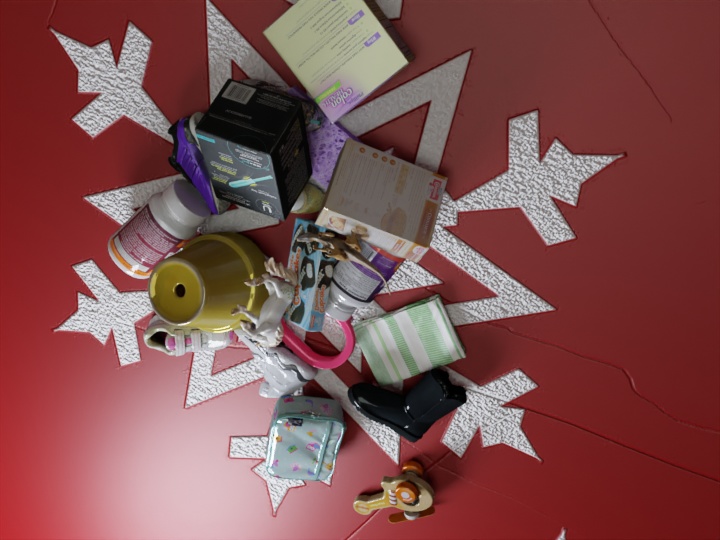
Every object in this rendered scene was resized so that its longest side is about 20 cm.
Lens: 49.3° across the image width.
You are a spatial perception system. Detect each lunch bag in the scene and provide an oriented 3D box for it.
[{"bbox_3d":[-0.116,0.359,1.669,0.160,0.077,0.200,9,123,-8],"label":"lunch bag"}]

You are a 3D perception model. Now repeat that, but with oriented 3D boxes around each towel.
[{"bbox_3d":[0.098,0.145,1.596,0.200,0.023,0.153,-22,105,19],"label":"towel"}]

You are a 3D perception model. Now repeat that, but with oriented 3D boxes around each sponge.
[{"bbox_3d":[-0.081,-0.241,1.485,0.200,0.030,0.112,40,113,-4],"label":"sponge"}]

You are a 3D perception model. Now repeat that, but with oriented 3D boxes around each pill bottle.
[{"bbox_3d":[-0.399,-0.084,1.567,0.200,0.114,0.114,-38,99,22],"label":"pill bottle"},{"bbox_3d":[0.000,0.000,1.514,0.111,0.111,0.200,37,114,-3],"label":"pill bottle"}]

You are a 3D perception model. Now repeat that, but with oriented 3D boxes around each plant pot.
[{"bbox_3d":[-0.303,0.030,1.522,0.200,0.189,0.201,2,97,21],"label":"plant pot"}]

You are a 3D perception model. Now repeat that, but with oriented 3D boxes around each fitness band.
[{"bbox_3d":[-0.098,0.111,1.609,0.200,0.037,0.144,44,116,1],"label":"fitness band"}]

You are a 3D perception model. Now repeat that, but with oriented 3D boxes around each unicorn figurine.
[{"bbox_3d":[-0.179,0.081,1.497,0.200,0.137,0.074,-52,49,13],"label":"unicorn figurine"}]

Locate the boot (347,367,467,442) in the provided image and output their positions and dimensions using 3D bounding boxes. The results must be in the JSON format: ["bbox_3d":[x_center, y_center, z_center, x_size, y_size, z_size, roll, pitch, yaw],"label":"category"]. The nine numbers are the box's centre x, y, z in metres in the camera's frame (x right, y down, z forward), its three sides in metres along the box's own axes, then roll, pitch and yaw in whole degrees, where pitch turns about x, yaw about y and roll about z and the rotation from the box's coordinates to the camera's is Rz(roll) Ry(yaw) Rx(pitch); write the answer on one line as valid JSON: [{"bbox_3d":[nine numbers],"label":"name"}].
[{"bbox_3d":[0.098,0.250,1.597,0.200,0.076,0.168,35,117,-16],"label":"boot"}]

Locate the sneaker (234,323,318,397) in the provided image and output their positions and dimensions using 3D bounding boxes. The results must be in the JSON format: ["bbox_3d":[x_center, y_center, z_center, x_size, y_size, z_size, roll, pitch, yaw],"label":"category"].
[{"bbox_3d":[-0.198,0.195,1.649,0.200,0.075,0.115,34,111,-5],"label":"sneaker"}]

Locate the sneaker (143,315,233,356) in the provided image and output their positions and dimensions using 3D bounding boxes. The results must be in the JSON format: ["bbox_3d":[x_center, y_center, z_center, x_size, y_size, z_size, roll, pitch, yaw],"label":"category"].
[{"bbox_3d":[-0.369,0.144,1.659,0.200,0.088,0.081,-2,110,13],"label":"sneaker"}]

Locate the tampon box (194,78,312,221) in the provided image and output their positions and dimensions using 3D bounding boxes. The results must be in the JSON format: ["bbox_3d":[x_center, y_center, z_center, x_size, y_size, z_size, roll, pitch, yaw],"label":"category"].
[{"bbox_3d":[-0.184,-0.210,1.395,0.150,0.126,0.200,20,153,13],"label":"tampon box"}]

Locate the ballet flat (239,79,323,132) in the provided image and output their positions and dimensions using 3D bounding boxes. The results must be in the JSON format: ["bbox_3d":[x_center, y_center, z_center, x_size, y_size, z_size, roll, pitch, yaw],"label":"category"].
[{"bbox_3d":[-0.165,-0.302,1.428,0.200,0.072,0.072,21,114,16],"label":"ballet flat"}]

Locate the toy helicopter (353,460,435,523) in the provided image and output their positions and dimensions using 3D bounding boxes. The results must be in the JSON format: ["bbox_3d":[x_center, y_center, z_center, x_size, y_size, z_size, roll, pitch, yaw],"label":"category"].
[{"bbox_3d":[0.074,0.506,1.722,0.200,0.079,0.132,-23,113,30],"label":"toy helicopter"}]

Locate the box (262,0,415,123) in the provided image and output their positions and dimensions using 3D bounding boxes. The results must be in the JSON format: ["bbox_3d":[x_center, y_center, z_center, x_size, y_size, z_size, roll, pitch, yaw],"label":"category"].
[{"bbox_3d":[-0.035,-0.397,1.380,0.176,0.097,0.200,-35,99,21],"label":"box"}]

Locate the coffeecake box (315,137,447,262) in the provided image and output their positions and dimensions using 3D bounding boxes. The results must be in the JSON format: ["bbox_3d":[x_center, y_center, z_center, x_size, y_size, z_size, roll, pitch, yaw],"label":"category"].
[{"bbox_3d":[0.040,-0.126,1.414,0.200,0.154,0.073,21,155,-8],"label":"coffeecake box"}]

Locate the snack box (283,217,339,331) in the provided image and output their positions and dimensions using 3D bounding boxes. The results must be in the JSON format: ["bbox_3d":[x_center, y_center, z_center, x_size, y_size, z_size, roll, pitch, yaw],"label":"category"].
[{"bbox_3d":[-0.100,0.006,1.516,0.037,0.116,0.200,5,99,-35],"label":"snack box"}]

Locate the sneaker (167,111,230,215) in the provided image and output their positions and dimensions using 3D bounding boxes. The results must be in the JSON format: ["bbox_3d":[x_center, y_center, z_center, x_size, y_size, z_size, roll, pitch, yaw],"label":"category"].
[{"bbox_3d":[-0.320,-0.202,1.536,0.099,0.070,0.200,-10,104,23],"label":"sneaker"}]

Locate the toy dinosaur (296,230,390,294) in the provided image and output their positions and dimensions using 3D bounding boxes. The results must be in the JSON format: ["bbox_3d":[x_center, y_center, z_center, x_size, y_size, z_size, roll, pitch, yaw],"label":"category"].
[{"bbox_3d":[-0.019,-0.033,1.413,0.200,0.106,0.060,30,86,5],"label":"toy dinosaur"}]

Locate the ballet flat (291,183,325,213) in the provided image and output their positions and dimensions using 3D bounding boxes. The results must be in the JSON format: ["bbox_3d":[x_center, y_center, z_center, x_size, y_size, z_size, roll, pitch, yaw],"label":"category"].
[{"bbox_3d":[-0.166,-0.150,1.518,0.200,0.071,0.071,19,113,4],"label":"ballet flat"}]
